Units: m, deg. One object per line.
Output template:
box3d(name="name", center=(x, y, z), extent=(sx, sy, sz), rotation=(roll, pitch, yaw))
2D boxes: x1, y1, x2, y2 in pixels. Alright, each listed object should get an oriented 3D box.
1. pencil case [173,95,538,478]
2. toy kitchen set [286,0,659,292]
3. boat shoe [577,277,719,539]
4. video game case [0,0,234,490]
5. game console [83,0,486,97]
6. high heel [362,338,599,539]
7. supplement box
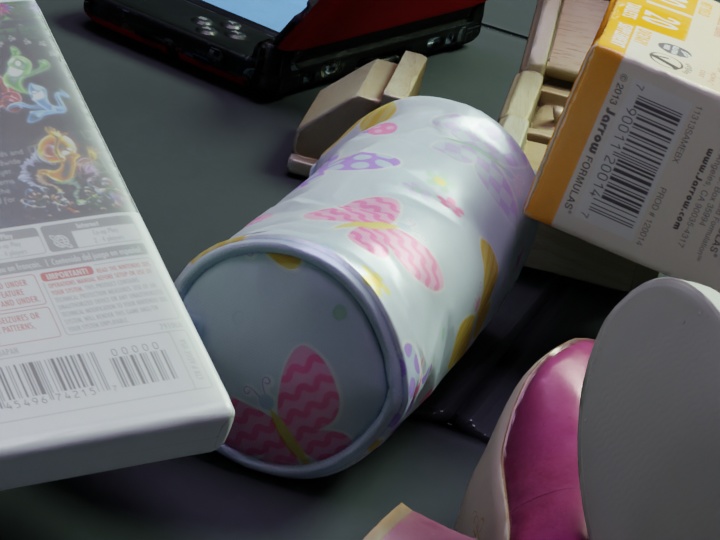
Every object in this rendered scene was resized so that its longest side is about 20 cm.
box3d(name="pencil case", center=(0.000, 0.000, 0.919), extent=(0.090, 0.084, 0.200), rotation=(24, 23, 8))
box3d(name="toy kitchen set", center=(0.070, -0.117, 1.124), extent=(0.162, 0.182, 0.200), rotation=(13, 22, 4))
box3d(name="boat shoe", center=(0.119, 0.094, 0.715), extent=(0.071, 0.070, 0.202), rotation=(15, 45, -43))
box3d(name="video game case", center=(-0.160, -0.006, 0.781), extent=(0.199, 0.023, 0.182), rotation=(-9, 53, -28))
box3d(name="game console", center=(-0.005, -0.161, 1.272), extent=(0.172, 0.119, 0.200), rotation=(24, 23, 26))
box3d(name="high heel", center=(0.071, 0.084, 0.793), extent=(0.096, 0.068, 0.200), rotation=(27, 31, 15))
box3d(name="supplement box", center=(0.171, -0.031, 0.979), extent=(0.199, 0.074, 0.126), rotation=(23, 22, 3))
